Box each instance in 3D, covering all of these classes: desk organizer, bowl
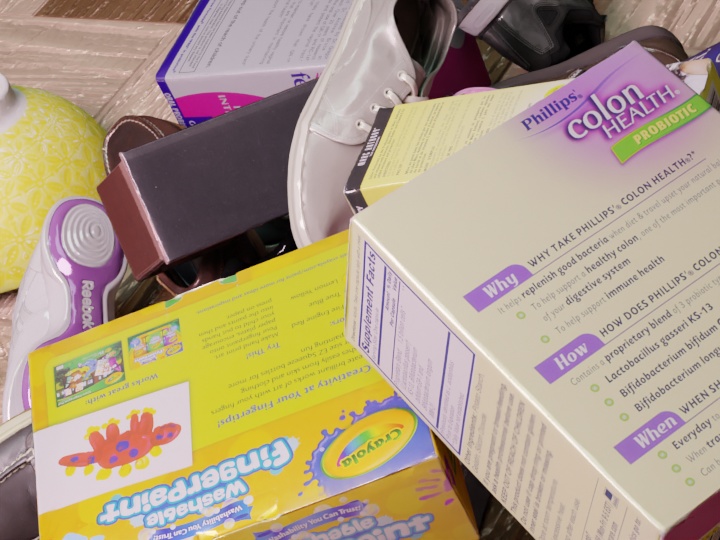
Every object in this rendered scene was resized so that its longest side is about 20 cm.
[{"bbox_3d":[-0.057,-0.065,1.238,0.199,0.072,0.077,-23,-3,-24],"label":"desk organizer"},{"bbox_3d":[-0.274,-0.079,1.439,0.199,0.108,0.200,-12,33,8],"label":"bowl"}]

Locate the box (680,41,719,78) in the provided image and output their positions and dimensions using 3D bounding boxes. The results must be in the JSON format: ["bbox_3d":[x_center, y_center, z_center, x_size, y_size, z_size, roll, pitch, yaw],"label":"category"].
[{"bbox_3d":[0.195,-0.051,1.143,0.200,0.079,0.141,-50,15,-30],"label":"box"}]

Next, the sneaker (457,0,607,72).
[{"bbox_3d":[0.137,-0.183,1.395,0.066,0.090,0.200,-47,-2,32],"label":"sneaker"}]

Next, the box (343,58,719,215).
[{"bbox_3d":[0.094,-0.060,1.067,0.199,0.050,0.075,-7,41,29],"label":"box"}]

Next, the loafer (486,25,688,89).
[{"bbox_3d":[0.133,-0.092,1.276,0.200,0.073,0.071,-31,36,-8],"label":"loafer"}]

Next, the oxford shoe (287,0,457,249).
[{"bbox_3d":[0.009,-0.092,1.187,0.058,0.075,0.201,2,65,40],"label":"oxford shoe"}]

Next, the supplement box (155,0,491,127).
[{"bbox_3d":[-0.024,-0.133,1.390,0.199,0.101,0.104,-3,42,27],"label":"supplement box"}]

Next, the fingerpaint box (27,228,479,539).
[{"bbox_3d":[-0.058,0.086,0.993,0.199,0.073,0.167,-22,44,7],"label":"fingerpaint box"}]

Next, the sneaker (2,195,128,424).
[{"bbox_3d":[-0.192,0.055,1.294,0.075,0.100,0.201,16,57,-16],"label":"sneaker"}]

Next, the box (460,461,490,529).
[{"bbox_3d":[-0.043,0.117,1.093,0.199,0.106,0.123,-2,45,26],"label":"box"}]

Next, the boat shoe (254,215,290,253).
[{"bbox_3d":[-0.032,-0.060,1.338,0.199,0.062,0.073,-7,42,22],"label":"boat shoe"}]

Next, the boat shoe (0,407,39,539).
[{"bbox_3d":[-0.163,0.113,1.195,0.201,0.072,0.066,-34,33,-20],"label":"boat shoe"}]

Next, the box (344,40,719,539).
[{"bbox_3d":[0.121,0.025,0.890,0.176,0.097,0.200,-33,62,-23],"label":"box"}]

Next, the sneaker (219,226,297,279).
[{"bbox_3d":[0.000,0.000,1.227,0.199,0.088,0.074,-21,37,5],"label":"sneaker"}]

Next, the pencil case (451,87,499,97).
[{"bbox_3d":[0.048,-0.016,1.157,0.086,0.083,0.200,22,59,17],"label":"pencil case"}]

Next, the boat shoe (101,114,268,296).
[{"bbox_3d":[-0.126,-0.044,1.325,0.071,0.070,0.200,-57,46,17],"label":"boat shoe"}]
